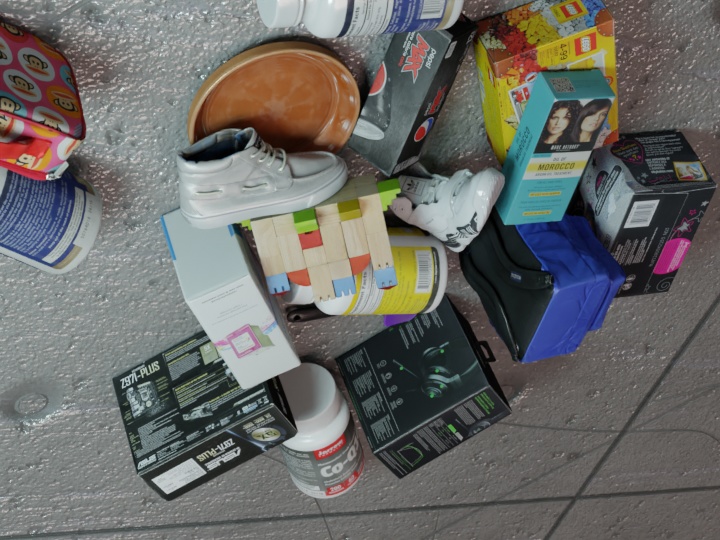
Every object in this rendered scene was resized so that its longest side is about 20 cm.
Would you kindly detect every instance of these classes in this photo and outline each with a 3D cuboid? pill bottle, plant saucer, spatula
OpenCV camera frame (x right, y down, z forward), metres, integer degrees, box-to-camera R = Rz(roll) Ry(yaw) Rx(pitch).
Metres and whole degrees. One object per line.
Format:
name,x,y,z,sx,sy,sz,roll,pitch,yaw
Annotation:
pill bottle,-0.002,-0.296,1.447,0.199,0.111,0.111,-7,138,-19
pill bottle,0.000,0.000,1.782,0.199,0.112,0.112,1,135,-26
pill bottle,-0.381,-0.078,1.501,0.111,0.111,0.200,-42,138,21
plant saucer,-0.099,-0.177,1.595,0.199,0.032,0.201,-14,141,-12
pill bottle,-0.064,0.226,2.003,0.113,0.114,0.200,-20,141,-4
spatula,-0.005,0.054,1.909,0.199,0.021,0.057,-4,125,-19

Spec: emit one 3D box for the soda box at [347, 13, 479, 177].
soda box,0.057,-0.206,1.596,0.063,0.071,0.200,-34,156,-47

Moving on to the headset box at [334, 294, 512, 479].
headset box,0.091,0.155,1.954,0.199,0.175,0.093,-32,140,8

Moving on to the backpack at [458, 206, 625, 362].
backpack,0.227,-0.004,1.825,0.167,0.200,0.163,-8,137,-33

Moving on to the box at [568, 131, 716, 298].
box,0.361,-0.072,1.881,0.131,0.115,0.201,-6,137,-19

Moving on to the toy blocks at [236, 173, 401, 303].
toy blocks,-0.042,-0.027,1.653,0.199,0.100,0.137,-12,122,0

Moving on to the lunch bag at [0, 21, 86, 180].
lunch bag,-0.361,-0.168,1.357,0.199,0.177,0.082,20,124,-40

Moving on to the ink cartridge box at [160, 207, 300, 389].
ink cartridge box,-0.155,0.027,1.706,0.084,0.145,0.200,-23,141,0

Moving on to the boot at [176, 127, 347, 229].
boot,-0.108,-0.116,1.580,0.199,0.074,0.096,-19,133,-18

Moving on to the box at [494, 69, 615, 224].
box,0.223,-0.142,1.659,0.082,0.049,0.201,-5,139,-21

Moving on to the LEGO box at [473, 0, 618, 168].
LEGO box,0.221,-0.220,1.671,0.148,0.077,0.200,-20,141,-3

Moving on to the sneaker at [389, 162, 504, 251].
sneaker,0.098,-0.089,1.702,0.115,0.075,0.200,27,163,-1

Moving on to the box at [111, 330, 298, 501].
box,-0.203,0.176,1.837,0.199,0.164,0.086,-28,141,4
